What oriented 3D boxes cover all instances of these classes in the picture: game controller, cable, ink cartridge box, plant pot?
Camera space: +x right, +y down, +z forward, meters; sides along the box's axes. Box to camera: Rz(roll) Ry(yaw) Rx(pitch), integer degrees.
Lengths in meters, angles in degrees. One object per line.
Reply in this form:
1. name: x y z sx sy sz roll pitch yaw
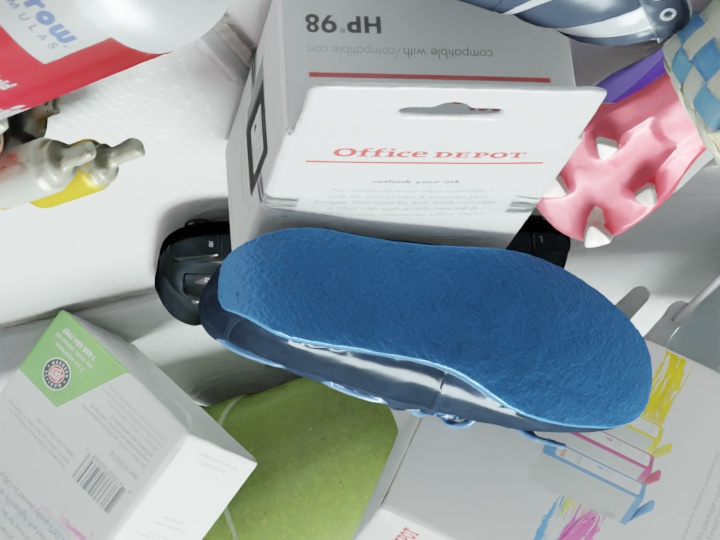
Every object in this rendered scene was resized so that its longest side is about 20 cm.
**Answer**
1. game controller: 0.000 0.000 1.032 0.199 0.042 0.104 0 169 -10
2. cable: -0.184 -0.030 0.899 0.097 0.051 0.200 13 150 -39
3. ink cartridge box: 0.016 -0.059 0.840 0.115 0.067 0.200 0 160 -12
4. ink cartridge box: -0.160 0.138 1.075 0.200 0.117 0.067 -53 145 4
5. plant pot: 0.013 0.120 1.136 0.190 0.201 0.200 -31 147 23
6. ink cartridge box: 0.091 0.097 0.981 0.199 0.126 0.129 25 164 1

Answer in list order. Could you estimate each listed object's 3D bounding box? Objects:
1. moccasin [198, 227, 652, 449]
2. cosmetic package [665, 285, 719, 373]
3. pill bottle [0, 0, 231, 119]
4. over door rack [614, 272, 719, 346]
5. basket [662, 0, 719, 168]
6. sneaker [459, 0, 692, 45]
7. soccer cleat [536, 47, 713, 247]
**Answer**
1. moccasin: 0.027 0.022 0.884 0.199 0.081 0.068 20 157 -22
2. cosmetic package: 0.270 0.046 1.081 0.199 0.052 0.151 16 136 -20
3. pill bottle: -0.111 -0.110 0.670 0.199 0.113 0.112 -18 152 26
4. over door rack: 0.241 0.014 0.965 0.200 0.067 0.148 -39 123 22
5. basket: 0.217 -0.080 0.732 0.200 0.139 0.177 -32 110 14
6. sneaker: 0.096 -0.137 0.700 0.108 0.070 0.200 17 154 -31
7. soccer cleat: 0.151 -0.083 0.856 0.200 0.077 0.067 -35 110 22
